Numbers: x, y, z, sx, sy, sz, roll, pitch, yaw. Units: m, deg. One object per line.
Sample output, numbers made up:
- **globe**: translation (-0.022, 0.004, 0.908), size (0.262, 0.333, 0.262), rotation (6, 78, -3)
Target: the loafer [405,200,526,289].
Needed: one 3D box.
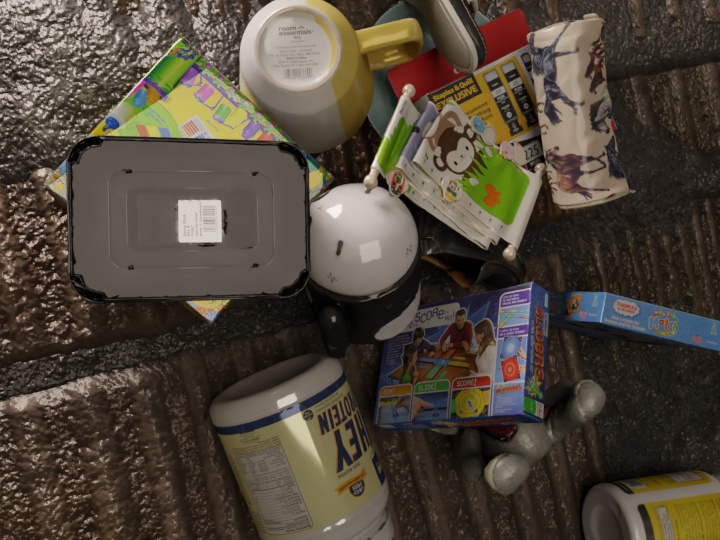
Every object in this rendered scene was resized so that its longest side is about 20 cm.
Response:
- **loafer**: translation (0.120, -0.011, 0.891), size (0.200, 0.073, 0.072), rotation (28, 54, -37)

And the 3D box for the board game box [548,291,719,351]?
- **board game box**: translation (0.280, 0.055, 0.899), size (0.151, 0.200, 0.037), rotation (13, 84, -17)

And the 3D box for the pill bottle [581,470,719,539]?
- **pill bottle**: translation (0.389, 0.309, 0.974), size (0.199, 0.114, 0.115), rotation (-3, 90, -17)

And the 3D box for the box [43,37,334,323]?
- **box**: translation (-0.172, -0.084, 0.801), size (0.200, 0.122, 0.193), rotation (42, 78, -13)

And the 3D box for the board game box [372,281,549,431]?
- **board game box**: translation (0.102, 0.095, 0.829), size (0.034, 0.200, 0.136), rotation (27, 62, -38)

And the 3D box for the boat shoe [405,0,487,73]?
- **boat shoe**: translation (0.094, -0.295, 0.856), size (0.060, 0.074, 0.200), rotation (-21, 56, -11)

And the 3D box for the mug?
- **mug**: translation (-0.047, -0.219, 0.805), size (0.149, 0.153, 0.187), rotation (42, 90, 0)

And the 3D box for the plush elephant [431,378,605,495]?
- **plush elephant**: translation (0.148, 0.151, 0.888), size (0.165, 0.200, 0.155), rotation (-36, 76, -16)

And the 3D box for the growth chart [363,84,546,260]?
- **growth chart**: translation (0.102, -0.100, 0.790), size (0.200, 0.018, 0.145), rotation (27, 65, -23)

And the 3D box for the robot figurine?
- **robot figurine**: translation (-0.001, -0.002, 0.811), size (0.124, 0.200, 0.151), rotation (-21, 60, -7)

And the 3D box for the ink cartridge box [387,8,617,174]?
- **ink cartridge box**: translation (0.156, -0.190, 0.884), size (0.200, 0.084, 0.176), rotation (-29, 99, -16)

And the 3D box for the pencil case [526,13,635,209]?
- **pencil case**: translation (0.229, -0.166, 0.823), size (0.089, 0.078, 0.201), rotation (-13, 96, -33)

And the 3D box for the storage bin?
- **storage bin**: translation (-0.151, -0.042, 0.697), size (0.199, 0.094, 0.136), rotation (-1, 90, -16)

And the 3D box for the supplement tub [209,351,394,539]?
- **supplement tub**: translation (-0.056, 0.202, 0.821), size (0.145, 0.145, 0.201), rotation (-23, 96, -16)

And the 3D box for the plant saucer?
- **plant saucer**: translation (0.088, -0.218, 0.928), size (0.200, 0.039, 0.202), rotation (0, 90, -17)
